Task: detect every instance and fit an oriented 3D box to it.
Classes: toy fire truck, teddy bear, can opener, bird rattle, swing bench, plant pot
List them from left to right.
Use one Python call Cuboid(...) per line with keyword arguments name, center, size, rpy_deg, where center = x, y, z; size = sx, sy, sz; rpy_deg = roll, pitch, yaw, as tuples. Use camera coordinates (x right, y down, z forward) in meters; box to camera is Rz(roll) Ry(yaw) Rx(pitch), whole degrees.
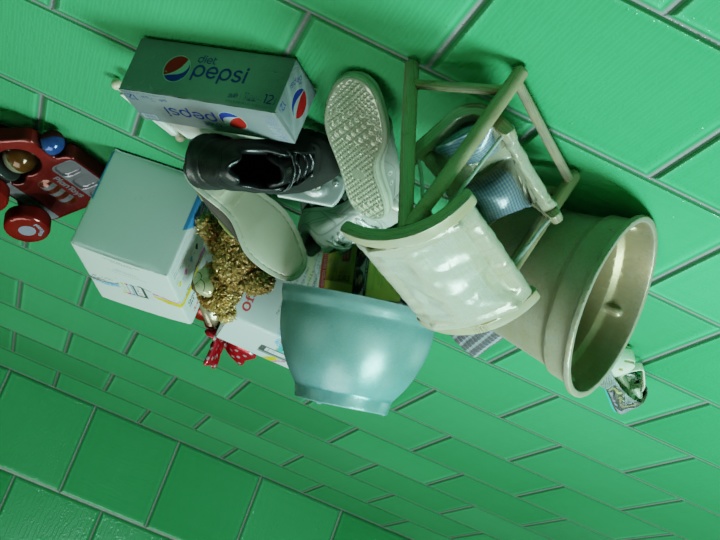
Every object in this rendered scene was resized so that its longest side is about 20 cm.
Cuboid(name="toy fire truck", center=(-0.447, -0.138, 1.809), size=(0.167, 0.113, 0.200), rpy_deg=(-19, 143, 25))
Cuboid(name="bird rattle", center=(-0.227, 0.052, 2.009), size=(0.201, 0.112, 0.163), rpy_deg=(58, 179, -11))
Cuboid(name="teddy bear", center=(-0.159, -0.022, 1.685), size=(0.199, 0.146, 0.067), rpy_deg=(-31, 175, 34))
Cuboid(name="can opener", center=(-0.108, -0.112, 1.534), size=(0.198, 0.053, 0.066), rpy_deg=(11, 170, 8))
Cuboid(name="plant pot", center=(-0.011, 0.101, 1.604), size=(0.198, 0.136, 0.200), rpy_deg=(11, 176, 1))
Cuboid(name="swing bench", center=(0.103, -0.062, 1.261), size=(0.129, 0.202, 0.199), rpy_deg=(9, 158, 31))
Cuboid(name="plant pot", center=(0.192, 0.007, 1.407), size=(0.182, 0.202, 0.201), rpy_deg=(23, 164, 27))

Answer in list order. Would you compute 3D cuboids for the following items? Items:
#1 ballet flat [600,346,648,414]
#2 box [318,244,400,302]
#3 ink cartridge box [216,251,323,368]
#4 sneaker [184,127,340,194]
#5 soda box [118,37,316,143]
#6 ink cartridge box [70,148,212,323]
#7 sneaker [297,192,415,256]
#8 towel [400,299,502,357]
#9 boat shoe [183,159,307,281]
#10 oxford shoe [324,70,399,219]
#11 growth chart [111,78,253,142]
Cuboid(name="ballet flat", center=(0.341, 0.129, 1.754), size=(0.071, 0.073, 0.200), rpy_deg=(8, 157, 33))
Cuboid(name="box", center=(0.000, 0.000, 1.660), size=(0.050, 0.076, 0.200), rpy_deg=(8, 178, -18))
Cuboid(name="ink cartridge box", center=(-0.081, 0.053, 1.841), size=(0.198, 0.148, 0.146), rpy_deg=(24, 161, -7))
Cuboid(name="sneaker", center=(-0.087, -0.110, 1.408), size=(0.198, 0.077, 0.090), rpy_deg=(-11, -162, -38))
Cuboid(name="soda box", center=(-0.151, -0.191, 1.384), size=(0.198, 0.069, 0.064), rpy_deg=(11, 159, 26))
Cuboid(name="ink cartridge box", center=(-0.285, -0.041, 1.803), size=(0.143, 0.149, 0.200), rpy_deg=(18, 161, 8))
Cuboid(name="sneaker", center=(-0.009, -0.058, 1.574), size=(0.075, 0.082, 0.199), rpy_deg=(34, 155, -30))
Cuboid(name="towel", center=(0.120, 0.029, 1.662), size=(0.164, 0.086, 0.200), rpy_deg=(23, 161, -4))
Cuboid(name="boat shoe", center=(-0.138, -0.068, 1.607), size=(0.200, 0.072, 0.060), rpy_deg=(46, 176, 2))
Cuboid(name="oxford shoe", center=(0.008, -0.139, 1.386), size=(0.075, 0.058, 0.201), rpy_deg=(19, 147, 24))
Cuboid(name="growth chart", center=(-0.186, -0.182, 1.521), size=(0.198, 0.018, 0.145), rpy_deg=(8, 156, 34))
